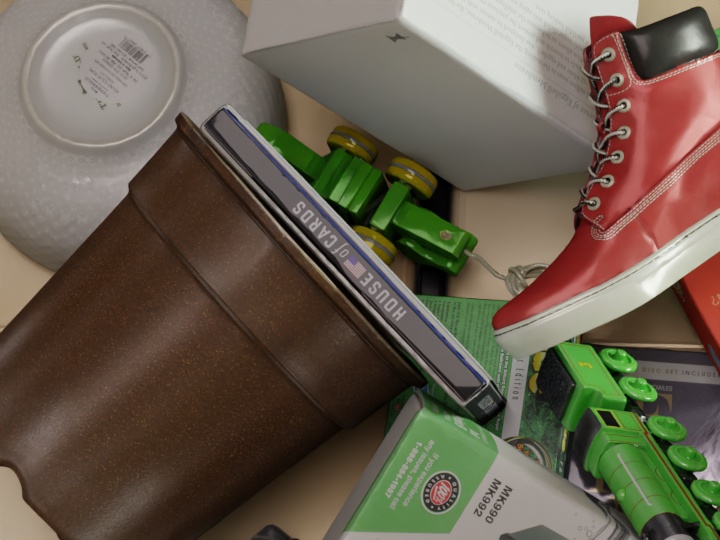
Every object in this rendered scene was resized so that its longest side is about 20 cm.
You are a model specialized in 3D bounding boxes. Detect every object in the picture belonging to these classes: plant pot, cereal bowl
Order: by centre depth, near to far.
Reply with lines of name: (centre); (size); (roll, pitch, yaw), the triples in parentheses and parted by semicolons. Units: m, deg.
plant pot: (-0.103, 0.052, 1.379); (0.198, 0.200, 0.200); (-42, 70, 1)
cereal bowl: (-0.146, -0.098, 1.494); (0.200, 0.083, 0.200); (-3, 69, 7)

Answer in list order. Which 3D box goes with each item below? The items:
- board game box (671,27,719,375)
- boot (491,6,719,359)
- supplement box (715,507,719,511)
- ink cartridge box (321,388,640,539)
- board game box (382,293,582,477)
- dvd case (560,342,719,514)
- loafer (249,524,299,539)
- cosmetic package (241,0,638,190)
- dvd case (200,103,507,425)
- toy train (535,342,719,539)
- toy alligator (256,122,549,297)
board game box: (0.234, -0.046, 1.443); (0.153, 0.040, 0.200); (-25, 63, -3)
boot: (0.129, -0.054, 1.369); (0.200, 0.072, 0.144); (-34, 95, -15)
supplement box: (0.265, 0.111, 1.288); (0.109, 0.200, 0.110); (36, 71, 3)
ink cartridge box: (0.077, 0.176, 1.315); (0.200, 0.084, 0.146); (31, 92, -3)
board game box: (0.062, 0.112, 1.415); (0.105, 0.023, 0.200); (4, 70, 18)
dvd case: (0.183, 0.140, 1.400); (0.149, 0.016, 0.200); (4, 69, 9)
loafer: (-0.106, 0.212, 1.382); (0.200, 0.073, 0.072); (-26, 59, -14)
cosmetic package: (0.055, -0.177, 1.424); (0.123, 0.199, 0.200); (-10, 62, 40)
dvd case: (0.000, 0.000, 1.355); (0.025, 0.150, 0.200); (-43, 80, 0)
toy train: (0.145, 0.098, 1.325); (0.056, 0.042, 0.200); (9, 26, -22)
toy alligator: (0.025, -0.026, 1.463); (0.200, 0.054, 0.059); (29, 77, 10)
